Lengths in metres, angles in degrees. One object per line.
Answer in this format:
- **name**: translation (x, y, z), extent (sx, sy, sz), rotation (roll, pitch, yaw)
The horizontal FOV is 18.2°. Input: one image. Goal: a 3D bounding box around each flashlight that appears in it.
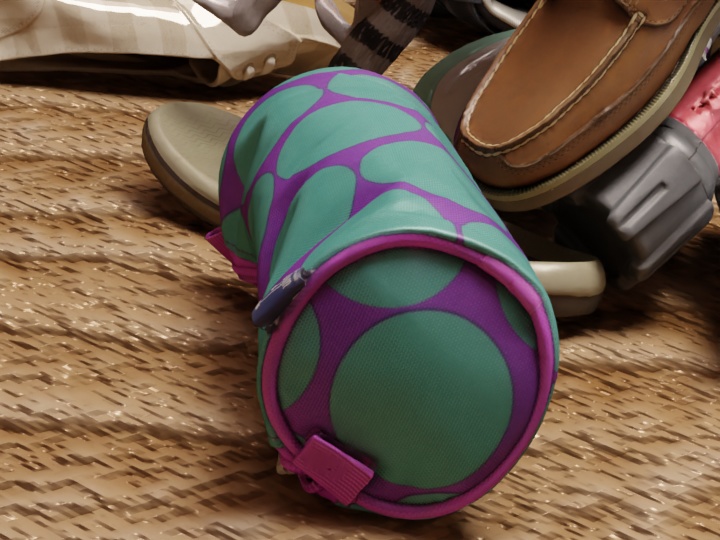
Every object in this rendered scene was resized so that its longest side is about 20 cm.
- **flashlight**: translation (0.155, -0.077, 0.833), extent (0.200, 0.068, 0.068), rotation (-43, 46, -16)

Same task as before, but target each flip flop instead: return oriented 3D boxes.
- **flip flop**: translation (0.005, -0.034, 0.842), extent (0.200, 0.058, 0.081), rotation (22, 23, 34)

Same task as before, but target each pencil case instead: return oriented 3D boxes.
- **pencil case**: translation (0.000, 0.000, 0.698), extent (0.085, 0.092, 0.200), rotation (48, 8, -18)

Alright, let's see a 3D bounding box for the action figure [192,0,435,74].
- **action figure**: translation (0.055, -0.135, 0.894), extent (0.193, 0.105, 0.200), rotation (-28, -25, 25)

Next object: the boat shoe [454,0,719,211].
- **boat shoe**: translation (0.097, -0.111, 0.807), extent (0.072, 0.068, 0.200), rotation (26, 68, 45)

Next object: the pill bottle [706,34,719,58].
- **pill bottle**: translation (0.199, -0.114, 1.070), extent (0.200, 0.120, 0.119), rotation (24, 24, 39)

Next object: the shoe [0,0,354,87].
- **shoe**: translation (-0.091, -0.108, 1.047), extent (0.199, 0.054, 0.070), rotation (6, -14, -19)

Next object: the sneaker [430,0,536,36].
- **sneaker**: translation (0.120, -0.171, 1.248), extent (0.202, 0.077, 0.146), rotation (-15, 17, -31)

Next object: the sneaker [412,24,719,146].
- **sneaker**: translation (0.131, -0.081, 0.930), extent (0.200, 0.078, 0.140), rotation (-39, 32, -30)

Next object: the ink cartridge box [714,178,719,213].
- **ink cartridge box**: translation (0.222, -0.066, 0.832), extent (0.043, 0.196, 0.200), rotation (52, 12, -7)
